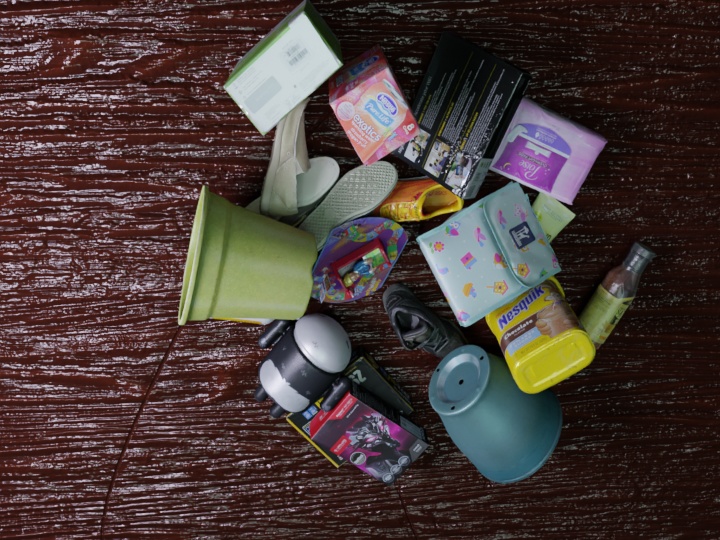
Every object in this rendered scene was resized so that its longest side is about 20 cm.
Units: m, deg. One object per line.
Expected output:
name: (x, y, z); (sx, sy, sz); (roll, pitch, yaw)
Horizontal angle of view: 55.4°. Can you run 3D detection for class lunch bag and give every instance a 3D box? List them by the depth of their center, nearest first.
lunch bag: (0.213, -0.027, 1.130); (0.196, 0.122, 0.174); (-28, 85, 5)

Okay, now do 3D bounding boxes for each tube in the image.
tube: (0.281, -0.039, 1.191); (0.057, 0.052, 0.202); (18, 114, -49)

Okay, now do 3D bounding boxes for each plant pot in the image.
plant pot: (-0.165, -0.007, 1.030); (0.179, 0.202, 0.205); (10, 115, -18)
plant pot: (0.225, 0.237, 1.216); (0.199, 0.202, 0.187); (-40, 120, 15)

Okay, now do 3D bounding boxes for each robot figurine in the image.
robot figurine: (-0.103, 0.169, 1.226); (0.149, 0.126, 0.201); (30, 111, -35)

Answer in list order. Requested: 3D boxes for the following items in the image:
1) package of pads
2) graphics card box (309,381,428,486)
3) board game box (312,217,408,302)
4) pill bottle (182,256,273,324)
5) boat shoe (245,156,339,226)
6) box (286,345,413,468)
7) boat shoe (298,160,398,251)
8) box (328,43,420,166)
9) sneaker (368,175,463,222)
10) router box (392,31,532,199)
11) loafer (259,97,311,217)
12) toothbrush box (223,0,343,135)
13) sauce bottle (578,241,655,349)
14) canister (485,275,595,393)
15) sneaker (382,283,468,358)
package of pads: (0.281, -0.198, 1.101); (0.195, 0.076, 0.123); (21, 111, -12)
graphics card box: (0.017, 0.305, 1.282); (0.198, 0.051, 0.126); (35, 109, -19)
board game box: (0.000, 0.000, 1.146); (0.154, 0.040, 0.202); (2, 135, -31)
pill bottle: (-0.194, 0.030, 1.159); (0.193, 0.114, 0.116); (6, 115, -6)
boat shoe: (-0.114, -0.111, 1.128); (0.199, 0.060, 0.073); (-35, 68, 5)
box: (-0.021, 0.263, 1.314); (0.198, 0.050, 0.160); (-38, 110, 14)
boat shoe: (-0.019, -0.102, 1.114); (0.199, 0.062, 0.075); (-41, 74, 12)
box: (0.017, -0.244, 0.995); (0.093, 0.201, 0.104); (-28, 114, 11)
sneaker: (0.074, -0.113, 1.125); (0.194, 0.078, 0.075); (-14, 117, 15)
router box: (0.151, -0.235, 1.046); (0.148, 0.051, 0.204); (36, 115, 25)
loafer: (-0.107, -0.179, 1.071); (0.066, 0.076, 0.206); (14, 95, -9)
toothbrush box: (-0.104, -0.293, 0.966); (0.144, 0.201, 0.086); (-37, 111, 14)
sauce bottle: (0.454, 0.045, 1.228); (0.064, 0.067, 0.204); (21, 114, -12)
canister: (0.301, 0.101, 1.171); (0.146, 0.201, 0.087); (-31, 114, 12)
sneaker: (0.121, 0.117, 1.219); (0.076, 0.115, 0.199); (-41, 113, 18)
